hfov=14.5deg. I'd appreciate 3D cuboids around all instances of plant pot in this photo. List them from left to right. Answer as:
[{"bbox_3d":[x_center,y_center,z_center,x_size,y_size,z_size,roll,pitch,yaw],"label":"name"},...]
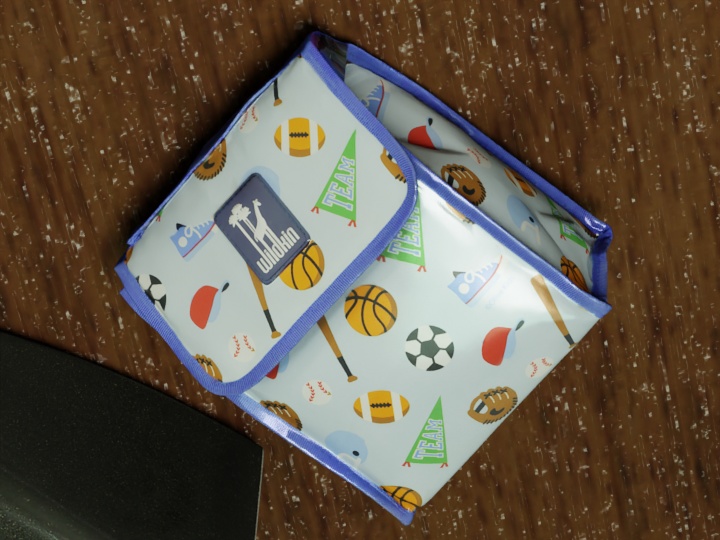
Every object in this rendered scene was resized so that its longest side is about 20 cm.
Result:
[{"bbox_3d":[-0.183,0.149,1.441,0.177,0.200,0.200,38,111,-16],"label":"plant pot"}]

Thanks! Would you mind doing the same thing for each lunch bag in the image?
[{"bbox_3d":[0.000,0.000,1.408,0.200,0.124,0.170,38,111,-13],"label":"lunch bag"}]
